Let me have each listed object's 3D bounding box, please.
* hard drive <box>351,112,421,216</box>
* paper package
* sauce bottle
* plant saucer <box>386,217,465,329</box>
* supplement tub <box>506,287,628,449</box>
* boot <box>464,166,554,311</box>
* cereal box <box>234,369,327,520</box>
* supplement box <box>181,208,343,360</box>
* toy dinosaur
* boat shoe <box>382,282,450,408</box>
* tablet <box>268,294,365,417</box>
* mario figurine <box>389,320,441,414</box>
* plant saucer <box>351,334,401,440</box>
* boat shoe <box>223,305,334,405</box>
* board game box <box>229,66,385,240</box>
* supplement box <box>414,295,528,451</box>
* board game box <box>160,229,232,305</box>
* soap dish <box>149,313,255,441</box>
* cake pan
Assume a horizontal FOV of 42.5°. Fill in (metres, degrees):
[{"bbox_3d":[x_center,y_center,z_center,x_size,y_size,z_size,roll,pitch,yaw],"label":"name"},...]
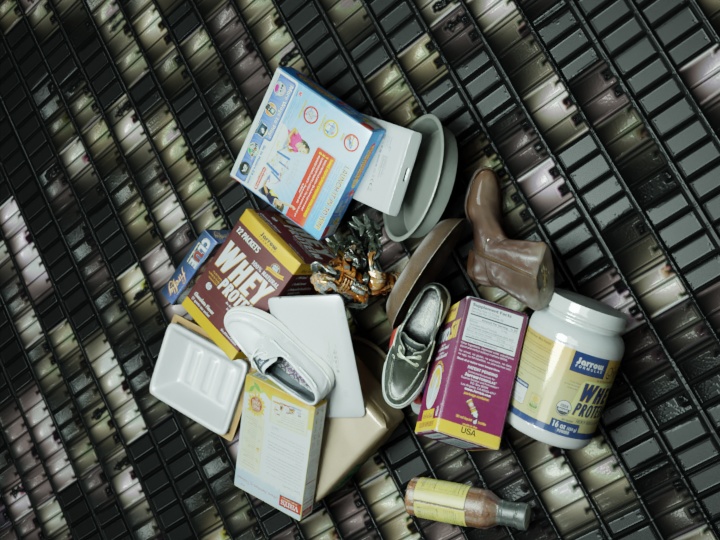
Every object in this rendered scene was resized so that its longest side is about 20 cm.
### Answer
[{"bbox_3d":[0.013,-0.180,1.500,0.199,0.026,0.134,29,105,49],"label":"hard drive"},{"bbox_3d":[-0.057,0.243,1.518,0.200,0.103,0.191,-47,72,18],"label":"paper package"},{"bbox_3d":[0.169,0.373,1.462,0.196,0.066,0.068,7,94,26],"label":"sauce bottle"},{"bbox_3d":[0.094,-0.001,1.413,0.032,0.200,0.202,33,105,11],"label":"plant saucer"},{"bbox_3d":[0.299,0.141,1.348,0.142,0.144,0.204,22,101,23],"label":"supplement tub"},{"bbox_3d":[0.224,-0.051,1.364,0.200,0.063,0.191,-152,58,-67],"label":"boot"},{"bbox_3d":[-0.129,0.275,1.465,0.142,0.039,0.204,20,112,30],"label":"cereal box"},{"bbox_3d":[-0.151,0.021,1.536,0.133,0.196,0.201,43,107,18],"label":"supplement box"},{"bbox_3d":[0.000,0.000,1.465,0.101,0.199,0.138,-23,67,26],"label":"toy dinosaur"},{"bbox_3d":[0.077,0.113,1.398,0.070,0.064,0.204,20,96,14],"label":"boat shoe"},{"bbox_3d":[-0.067,0.134,1.421,0.128,0.014,0.204,-3,109,25],"label":"tablet"},{"bbox_3d":[0.124,0.162,1.487,0.122,0.106,0.202,-34,87,-15],"label":"mario figurine"},{"bbox_3d":[-0.016,0.209,1.568,0.196,0.029,0.205,1,92,25],"label":"plant saucer"},{"bbox_3d":[-0.132,0.132,1.400,0.199,0.069,0.072,41,121,2],"label":"boat shoe"},{"bbox_3d":[-0.088,-0.189,1.489,0.194,0.056,0.202,36,113,15],"label":"board game box"},{"bbox_3d":[0.163,0.157,1.375,0.101,0.131,0.204,17,75,-6],"label":"supplement box"},{"bbox_3d":[-0.236,-0.007,1.575,0.035,0.199,0.136,43,108,18],"label":"board game box"},{"bbox_3d":[-0.274,0.189,1.665,0.197,0.081,0.160,24,101,24],"label":"soap dish"},{"bbox_3d":[0.093,-0.140,1.441,0.201,0.036,0.204,130,147,-49],"label":"cake pan"}]
